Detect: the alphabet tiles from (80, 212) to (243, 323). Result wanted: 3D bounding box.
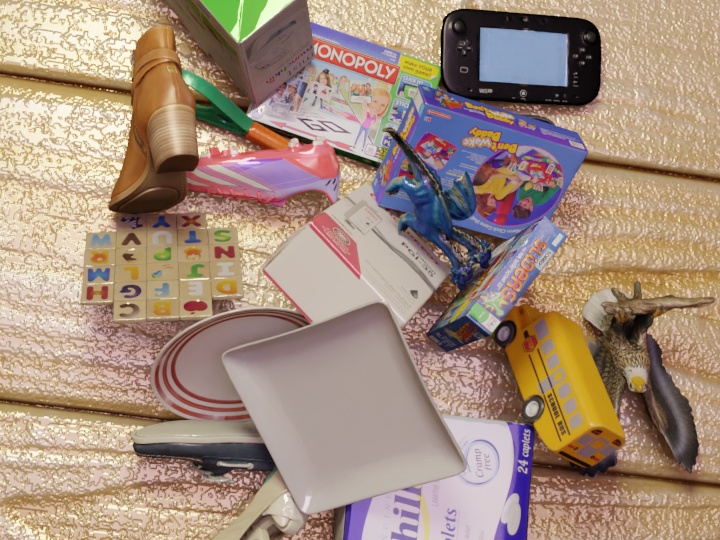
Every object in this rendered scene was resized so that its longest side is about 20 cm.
[{"bbox_3d":[-0.210,-0.006,1.476,0.166,0.200,0.006,-2,124,-7],"label":"alphabet tiles"}]

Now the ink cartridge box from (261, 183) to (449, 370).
[{"bbox_3d":[0.000,0.000,1.475,0.147,0.200,0.083,46,113,0],"label":"ink cartridge box"}]

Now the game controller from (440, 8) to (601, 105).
[{"bbox_3d":[0.187,-0.247,1.618,0.200,0.042,0.104,1,79,-15],"label":"game controller"}]

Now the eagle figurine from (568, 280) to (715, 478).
[{"bbox_3d":[0.303,0.123,1.560,0.152,0.151,0.200,13,114,33],"label":"eagle figurine"}]

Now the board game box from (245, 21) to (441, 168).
[{"bbox_3d":[-0.019,-0.202,1.597,0.200,0.029,0.135,18,80,-5],"label":"board game box"}]

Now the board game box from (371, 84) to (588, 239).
[{"bbox_3d":[0.131,-0.113,1.534,0.200,0.045,0.135,14,122,-20],"label":"board game box"}]

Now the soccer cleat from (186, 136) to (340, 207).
[{"bbox_3d":[-0.121,-0.101,1.536,0.200,0.067,0.077,-7,101,7],"label":"soccer cleat"}]

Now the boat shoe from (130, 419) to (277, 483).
[{"bbox_3d":[-0.147,0.194,1.493,0.200,0.075,0.062,0,103,-22],"label":"boat shoe"}]

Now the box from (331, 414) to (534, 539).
[{"bbox_3d":[0.076,0.250,1.501,0.200,0.105,0.184,6,80,-7],"label":"box"}]

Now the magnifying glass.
[{"bbox_3d":[-0.143,-0.171,1.558,0.200,0.080,0.022,31,70,-13],"label":"magnifying glass"}]

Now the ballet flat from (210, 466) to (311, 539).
[{"bbox_3d":[-0.098,0.275,1.476,0.069,0.069,0.200,43,92,0],"label":"ballet flat"}]

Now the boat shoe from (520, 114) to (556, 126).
[{"bbox_3d":[0.130,-0.146,1.580,0.200,0.057,0.069,-13,91,-20],"label":"boat shoe"}]

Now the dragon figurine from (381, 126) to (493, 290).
[{"bbox_3d":[0.083,-0.072,1.456,0.099,0.200,0.059,20,49,36],"label":"dragon figurine"}]

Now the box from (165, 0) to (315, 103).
[{"bbox_3d":[-0.150,-0.305,1.502,0.097,0.176,0.200,-39,77,-7],"label":"box"}]

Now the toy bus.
[{"bbox_3d":[0.212,0.116,1.504,0.065,0.078,0.200,27,33,-38],"label":"toy bus"}]

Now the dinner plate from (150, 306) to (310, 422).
[{"bbox_3d":[-0.123,0.096,1.466,0.200,0.200,0.024,-10,52,-10],"label":"dinner plate"}]

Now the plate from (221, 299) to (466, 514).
[{"bbox_3d":[-0.014,0.137,1.399,0.199,0.032,0.200,-20,105,25],"label":"plate"}]

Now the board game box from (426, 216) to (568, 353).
[{"bbox_3d":[0.143,0.019,1.498,0.034,0.200,0.135,39,78,-2],"label":"board game box"}]

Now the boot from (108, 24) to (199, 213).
[{"bbox_3d":[-0.230,-0.156,1.488,0.077,0.200,0.155,-4,71,-23],"label":"boot"}]
